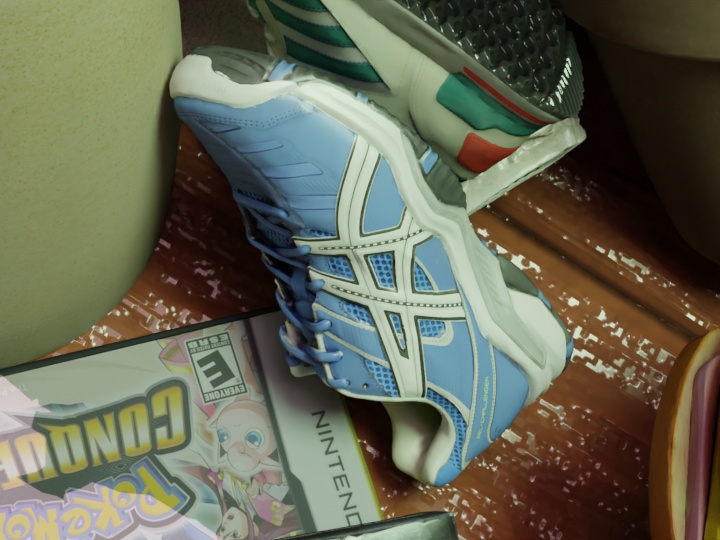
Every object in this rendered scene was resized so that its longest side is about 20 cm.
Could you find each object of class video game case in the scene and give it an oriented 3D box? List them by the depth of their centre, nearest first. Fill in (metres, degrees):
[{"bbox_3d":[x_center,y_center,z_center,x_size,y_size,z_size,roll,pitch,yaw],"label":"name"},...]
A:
[{"bbox_3d":[-0.081,0.116,0.721,0.198,0.026,0.182,-13,73,-22],"label":"video game case"}]

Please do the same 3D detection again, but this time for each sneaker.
[{"bbox_3d":[-0.019,-0.096,0.718,0.199,0.093,0.071,35,41,-19],"label":"sneaker"},{"bbox_3d":[0.000,0.000,0.719,0.200,0.075,0.077,46,72,-30],"label":"sneaker"}]

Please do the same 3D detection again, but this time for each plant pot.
[{"bbox_3d":[-0.134,-0.086,0.690,0.185,0.200,0.189,7,66,-16],"label":"plant pot"},{"bbox_3d":[0.168,-0.097,0.788,0.198,0.176,0.201,-10,36,8],"label":"plant pot"}]

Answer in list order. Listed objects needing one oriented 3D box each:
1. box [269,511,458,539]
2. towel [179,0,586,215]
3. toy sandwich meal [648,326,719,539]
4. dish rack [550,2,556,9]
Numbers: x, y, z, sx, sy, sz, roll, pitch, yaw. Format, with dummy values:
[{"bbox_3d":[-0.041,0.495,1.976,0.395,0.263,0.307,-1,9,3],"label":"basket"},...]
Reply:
[{"bbox_3d":[-0.021,0.190,0.679,0.142,0.036,0.202,-8,83,-21],"label":"box"},{"bbox_3d":[-0.012,-0.101,0.804,0.132,0.034,0.201,-33,79,-3],"label":"towel"},{"bbox_3d":[0.193,0.078,0.687,0.203,0.070,0.207,7,65,-16],"label":"toy sandwich meal"},{"bbox_3d":[0.063,-0.197,0.887,0.170,0.044,0.201,-19,75,-24],"label":"dish rack"}]
